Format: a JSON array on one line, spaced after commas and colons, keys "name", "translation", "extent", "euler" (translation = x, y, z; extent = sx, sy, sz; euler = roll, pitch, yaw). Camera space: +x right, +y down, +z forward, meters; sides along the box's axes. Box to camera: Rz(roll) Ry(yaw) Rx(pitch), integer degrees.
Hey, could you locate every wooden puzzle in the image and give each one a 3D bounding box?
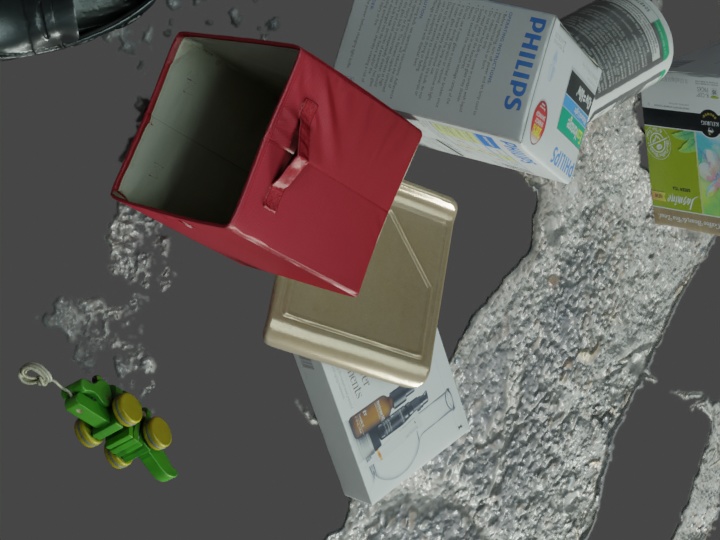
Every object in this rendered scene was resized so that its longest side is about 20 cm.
[{"name": "wooden puzzle", "translation": [0.000, 0.000, 1.654], "extent": [0.184, 0.037, 0.201], "euler": [19, 75, -25]}]

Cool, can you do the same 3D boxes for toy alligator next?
[{"name": "toy alligator", "translation": [-0.234, 0.124, 1.516], "extent": [0.200, 0.059, 0.054], "euler": [44, 29, -35]}]

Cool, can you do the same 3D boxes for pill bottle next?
[{"name": "pill bottle", "translation": [0.233, -0.217, 1.789], "extent": [0.200, 0.113, 0.113], "euler": [-31, 117, -32]}]

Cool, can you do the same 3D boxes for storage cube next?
[{"name": "storage cube", "translation": [-0.082, -0.095, 1.504], "extent": [0.180, 0.200, 0.172], "euler": [29, 80, -45]}]

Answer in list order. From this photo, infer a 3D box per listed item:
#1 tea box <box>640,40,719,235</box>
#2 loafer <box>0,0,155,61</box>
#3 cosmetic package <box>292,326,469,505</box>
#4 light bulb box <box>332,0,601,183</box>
[{"name": "tea box", "translation": [0.450, -0.164, 1.964], "extent": [0.200, 0.133, 0.198], "euler": [-21, 111, -34]}, {"name": "loafer", "translation": [-0.265, -0.220, 1.407], "extent": [0.200, 0.070, 0.068], "euler": [-22, 112, -34]}, {"name": "cosmetic package", "translation": [0.022, 0.118, 1.724], "extent": [0.151, 0.052, 0.201], "euler": [-35, 119, -32]}, {"name": "light bulb box", "translation": [0.104, -0.181, 1.592], "extent": [0.198, 0.199, 0.125], "euler": [22, 85, -68]}]
